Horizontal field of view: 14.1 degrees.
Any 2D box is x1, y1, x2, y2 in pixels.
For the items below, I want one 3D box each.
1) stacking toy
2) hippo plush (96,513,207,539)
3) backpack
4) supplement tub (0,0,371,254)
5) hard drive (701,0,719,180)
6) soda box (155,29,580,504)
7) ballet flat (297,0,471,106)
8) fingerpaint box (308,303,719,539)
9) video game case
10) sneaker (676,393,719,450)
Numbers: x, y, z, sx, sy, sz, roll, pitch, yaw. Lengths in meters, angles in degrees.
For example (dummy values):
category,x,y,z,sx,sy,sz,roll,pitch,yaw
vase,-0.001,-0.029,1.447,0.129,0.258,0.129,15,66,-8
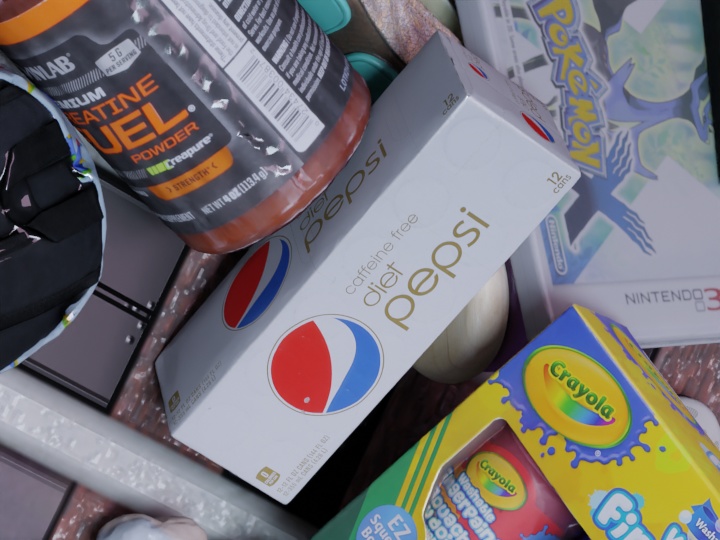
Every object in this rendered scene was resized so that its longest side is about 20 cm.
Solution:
category,x,y,z,sx,sy,sz,roll,pitch,yaw
stacking toy,0.110,-0.002,1.349,0.199,0.085,0.086,-7,99,-33
hippo plush,-0.075,0.197,1.216,0.200,0.161,0.160,-37,112,-21
backpack,-0.200,-0.011,1.146,0.199,0.154,0.164,-23,105,-2
supplement tub,-0.093,-0.108,1.204,0.107,0.107,0.200,-50,115,-15
hard drive,0.257,-0.106,1.358,0.199,0.033,0.141,1,73,-15
soda box,0.000,0.000,1.243,0.068,0.064,0.200,32,109,-27
ballet flat,-0.003,-0.120,1.285,0.200,0.068,0.067,47,54,-30
fingerpaint box,0.095,0.145,1.207,0.167,0.200,0.073,-41,157,13
video game case,0.129,-0.064,1.325,0.181,0.022,0.201,-3,76,-39
sneaker,0.138,0.119,1.324,0.076,0.115,0.201,49,49,-11
